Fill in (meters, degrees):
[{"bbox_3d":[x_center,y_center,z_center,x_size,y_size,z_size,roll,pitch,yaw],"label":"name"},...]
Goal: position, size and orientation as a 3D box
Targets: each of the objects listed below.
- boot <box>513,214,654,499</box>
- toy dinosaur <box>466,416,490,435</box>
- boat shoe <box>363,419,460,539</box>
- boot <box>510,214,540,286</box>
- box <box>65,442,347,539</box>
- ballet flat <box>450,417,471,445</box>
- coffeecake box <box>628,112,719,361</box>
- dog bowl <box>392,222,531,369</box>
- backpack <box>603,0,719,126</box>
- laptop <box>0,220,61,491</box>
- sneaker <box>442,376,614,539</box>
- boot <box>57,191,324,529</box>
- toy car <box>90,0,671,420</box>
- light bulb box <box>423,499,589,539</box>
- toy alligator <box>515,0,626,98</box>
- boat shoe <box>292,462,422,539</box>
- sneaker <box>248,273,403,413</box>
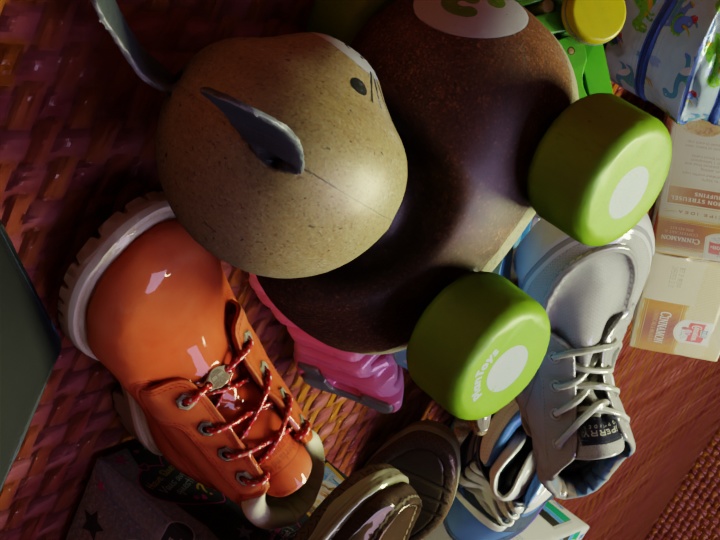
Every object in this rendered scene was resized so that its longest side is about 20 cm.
[{"bbox_3d":[0.119,0.048,0.661,0.073,0.096,0.200,-11,151,-3],"label":"boot"},{"bbox_3d":[0.131,0.020,0.860,0.200,0.060,0.106,-46,-172,-9],"label":"toy dinosaur"},{"bbox_3d":[0.032,0.176,1.007,0.076,0.072,0.200,-50,170,-49],"label":"boat shoe"},{"bbox_3d":[0.155,-0.036,0.922,0.132,0.070,0.200,-60,158,19],"label":"boot"},{"bbox_3d":[-0.095,0.192,0.698,0.132,0.115,0.201,-14,133,-55],"label":"box"},{"bbox_3d":[0.112,0.113,1.055,0.068,0.067,0.200,-43,155,-24],"label":"ballet flat"},{"bbox_3d":[0.260,-0.056,0.988,0.154,0.073,0.201,81,21,-61],"label":"coffeecake box"},{"bbox_3d":[0.062,-0.026,0.682,0.112,0.049,0.201,88,17,-53],"label":"dog bowl"},{"bbox_3d":[0.239,-0.180,0.816,0.200,0.154,0.163,-29,156,-22],"label":"backpack"},{"bbox_3d":[-0.205,0.059,0.427,0.199,0.116,0.188,-18,149,-8],"label":"laptop"},{"bbox_3d":[0.101,0.147,0.933,0.200,0.081,0.146,-55,166,25],"label":"sneaker"},{"bbox_3d":[-0.063,0.046,0.565,0.075,0.107,0.200,-44,154,-18],"label":"boot"},{"bbox_3d":[-0.013,-0.056,0.470,0.158,0.164,0.200,-56,145,6],"label":"toy car"},{"bbox_3d":[0.081,0.281,1.163,0.199,0.125,0.200,-59,156,11],"label":"light bulb box"},{"bbox_3d":[0.094,-0.115,0.633,0.054,0.201,0.059,-8,-175,-15],"label":"toy alligator"},{"bbox_3d":[-0.017,0.189,0.606,0.203,0.075,0.075,-61,155,13],"label":"boat shoe"},{"bbox_3d":[0.000,0.000,0.685,0.096,0.079,0.200,-62,165,-21],"label":"sneaker"}]
